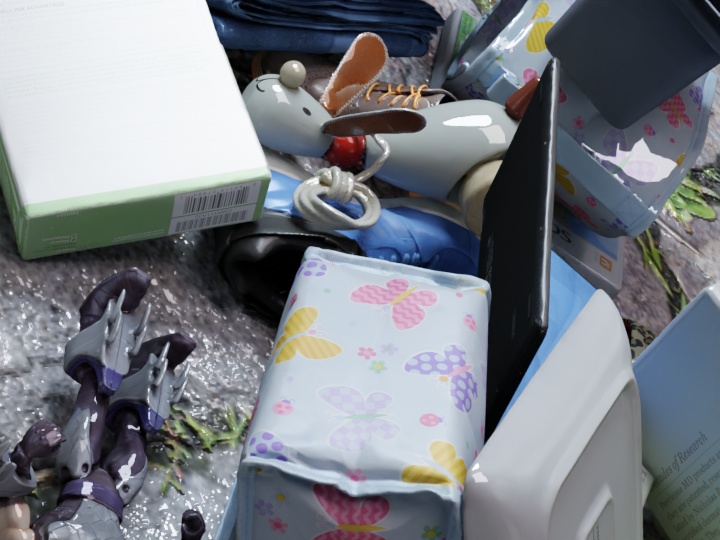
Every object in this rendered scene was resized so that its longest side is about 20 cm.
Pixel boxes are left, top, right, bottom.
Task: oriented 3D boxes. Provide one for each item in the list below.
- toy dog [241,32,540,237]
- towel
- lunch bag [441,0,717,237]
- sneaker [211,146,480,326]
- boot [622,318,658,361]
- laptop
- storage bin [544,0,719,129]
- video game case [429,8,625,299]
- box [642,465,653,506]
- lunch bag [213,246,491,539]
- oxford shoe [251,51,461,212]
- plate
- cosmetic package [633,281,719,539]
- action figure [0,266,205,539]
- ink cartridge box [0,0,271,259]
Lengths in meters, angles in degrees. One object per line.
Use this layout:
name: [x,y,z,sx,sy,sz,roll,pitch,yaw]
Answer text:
toy dog: [0.036,-0.093,1.100,0.199,0.097,0.132,3,35,-37]
towel: [-0.047,-0.179,1.218,0.199,0.049,0.111,-4,21,-45]
lunch bag: [0.152,-0.123,1.284,0.169,0.127,0.200,40,29,-8]
sneaker: [-0.001,0.001,1.099,0.199,0.077,0.112,21,37,-22]
boot: [0.224,0.133,1.204,0.153,0.074,0.204,27,44,-13]
laptop: [0.124,0.026,1.003,0.115,0.201,0.188,13,51,-7]
storage bin: [0.209,-0.191,1.181,0.146,0.134,0.200,49,44,-1]
video game case: [0.128,-0.090,1.358,0.181,0.022,0.201,33,38,-16]
box: [0.102,0.168,1.049,0.082,0.068,0.200,42,36,-6]
lunch bag: [-0.007,0.121,0.893,0.126,0.201,0.170,8,38,4]
oxford shoe: [0.022,-0.108,1.215,0.199,0.073,0.072,28,49,-5]
plate: [0.103,0.139,0.885,0.032,0.201,0.200,8,27,24]
cosmetic package: [0.284,0.105,1.098,0.166,0.167,0.201,-20,68,-31]
action figure: [-0.130,0.102,0.889,0.130,0.069,0.201,43,38,-34]
ink cartridge box: [-0.149,-0.111,1.046,0.144,0.048,0.201,-11,60,-20]
